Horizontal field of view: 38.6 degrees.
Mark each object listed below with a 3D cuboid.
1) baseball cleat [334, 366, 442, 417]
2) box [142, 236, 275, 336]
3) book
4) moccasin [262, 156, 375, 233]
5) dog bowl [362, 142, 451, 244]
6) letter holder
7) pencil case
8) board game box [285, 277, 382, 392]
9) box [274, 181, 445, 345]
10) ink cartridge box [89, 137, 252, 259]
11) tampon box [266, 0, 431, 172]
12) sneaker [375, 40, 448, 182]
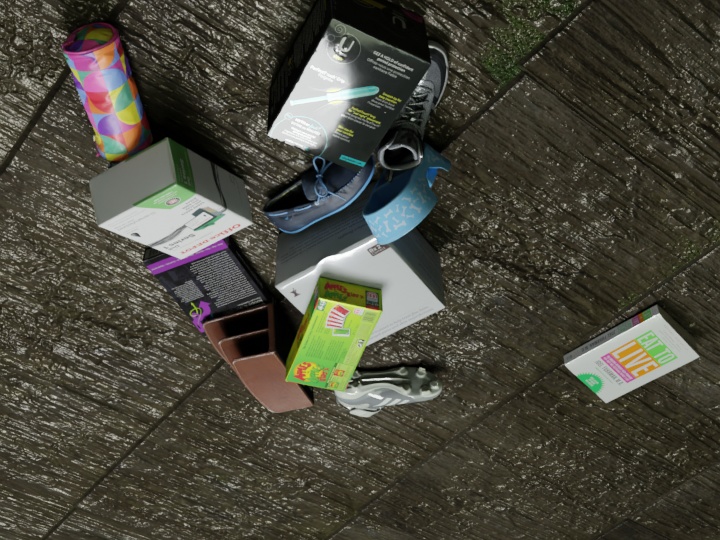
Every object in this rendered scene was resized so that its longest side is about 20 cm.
[{"bbox_3d":[0.053,0.226,1.910,0.200,0.070,0.106,3,140,7],"label":"baseball cleat"},{"bbox_3d":[-0.249,0.019,1.717,0.143,0.036,0.200,-19,130,15],"label":"box"},{"bbox_3d":[0.491,0.151,1.872,0.200,0.048,0.134,-35,121,28],"label":"book"},{"bbox_3d":[-0.066,-0.119,1.564,0.200,0.080,0.068,-37,136,26],"label":"moccasin"},{"bbox_3d":[0.064,-0.118,1.502,0.111,0.200,0.050,-29,113,34],"label":"dog bowl"},{"bbox_3d":[-0.180,0.162,1.782,0.142,0.101,0.200,-14,143,10],"label":"letter holder"},{"bbox_3d":[-0.355,-0.243,1.439,0.088,0.088,0.200,-5,131,2],"label":"pencil case"},{"bbox_3d":[-0.044,0.104,1.620,0.102,0.048,0.200,12,132,-12],"label":"board game box"},{"bbox_3d":[0.000,0.000,1.645,0.199,0.131,0.200,-27,128,21],"label":"box"},{"bbox_3d":[-0.274,-0.101,1.517,0.146,0.084,0.200,-25,156,20],"label":"ink cartridge box"},{"bbox_3d":[-0.020,-0.266,1.402,0.150,0.126,0.200,21,128,-21],"label":"tampon box"},{"bbox_3d":[0.074,-0.218,1.451,0.075,0.114,0.200,16,125,-11],"label":"sneaker"}]
